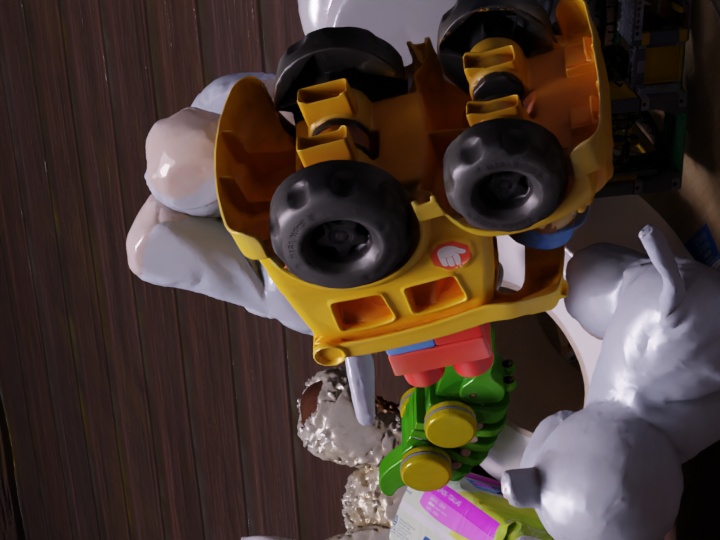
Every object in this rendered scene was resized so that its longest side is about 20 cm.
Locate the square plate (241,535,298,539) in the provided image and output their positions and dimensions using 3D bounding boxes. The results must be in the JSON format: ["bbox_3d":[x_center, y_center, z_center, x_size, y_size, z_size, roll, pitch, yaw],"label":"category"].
[{"bbox_3d":[0.025,0.280,2.126,0.028,0.200,0.198,-59,40,22],"label":"square plate"}]

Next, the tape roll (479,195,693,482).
[{"bbox_3d":[0.114,0.037,1.586,0.202,0.071,0.203,30,136,34],"label":"tape roll"}]

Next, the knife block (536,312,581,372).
[{"bbox_3d":[0.113,0.038,1.768,0.200,0.064,0.176,93,154,-48],"label":"knife block"}]

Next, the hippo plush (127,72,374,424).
[{"bbox_3d":[-0.028,-0.054,1.561,0.159,0.200,0.161,-51,15,29],"label":"hippo plush"}]

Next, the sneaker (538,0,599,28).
[{"bbox_3d":[0.092,-0.134,1.635,0.075,0.082,0.200,-125,25,-47],"label":"sneaker"}]

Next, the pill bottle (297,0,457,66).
[{"bbox_3d":[0.018,-0.166,1.556,0.200,0.111,0.111,-100,0,-66],"label":"pill bottle"}]

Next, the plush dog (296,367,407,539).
[{"bbox_3d":[0.036,0.174,2.079,0.172,0.160,0.200,63,-156,-84],"label":"plush dog"}]

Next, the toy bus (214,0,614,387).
[{"bbox_3d":[0.048,-0.026,1.398,0.136,0.200,0.192,-90,-20,-48],"label":"toy bus"}]

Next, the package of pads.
[{"bbox_3d":[0.135,0.185,1.631,0.068,0.200,0.155,-69,22,3],"label":"package of pads"}]

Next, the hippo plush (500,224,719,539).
[{"bbox_3d":[0.164,0.082,1.397,0.200,0.159,0.161,174,120,-83],"label":"hippo plush"}]

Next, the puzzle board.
[{"bbox_3d":[0.192,-0.059,1.505,0.200,0.017,0.151,122,128,-69],"label":"puzzle board"}]

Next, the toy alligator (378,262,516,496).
[{"bbox_3d":[0.065,0.069,1.569,0.059,0.054,0.200,-91,19,-45],"label":"toy alligator"}]

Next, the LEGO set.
[{"bbox_3d":[0.105,-0.128,1.483,0.154,0.116,0.200,-114,22,-50],"label":"LEGO set"}]
